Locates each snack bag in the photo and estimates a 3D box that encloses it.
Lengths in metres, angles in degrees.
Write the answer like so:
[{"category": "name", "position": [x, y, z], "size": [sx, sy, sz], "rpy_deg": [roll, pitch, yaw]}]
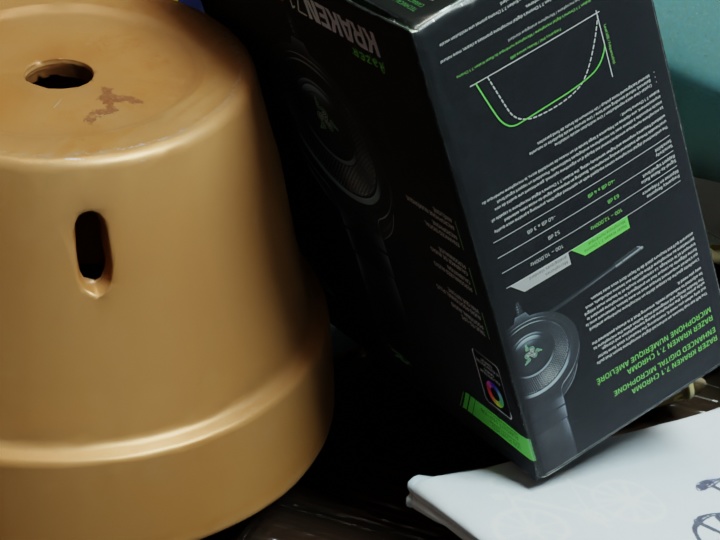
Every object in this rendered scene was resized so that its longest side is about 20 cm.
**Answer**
[{"category": "snack bag", "position": [0.145, 0.097, 0.914], "size": [0.188, 0.022, 0.200], "rpy_deg": [-11, 30, -38]}]

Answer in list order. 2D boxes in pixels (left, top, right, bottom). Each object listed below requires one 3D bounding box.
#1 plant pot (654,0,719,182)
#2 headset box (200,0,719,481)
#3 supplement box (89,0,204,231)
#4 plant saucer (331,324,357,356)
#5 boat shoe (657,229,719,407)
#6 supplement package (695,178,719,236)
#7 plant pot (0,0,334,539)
[{"category": "plant pot", "position": [0.145, -0.117, 1.091], "size": [0.199, 0.142, 0.141], "rpy_deg": [25, -13, -11]}, {"category": "headset box", "position": [0.033, -0.047, 0.955], "size": [0.092, 0.201, 0.174], "rpy_deg": [-31, 36, -18]}, {"category": "supplement box", "position": [-0.139, -0.081, 1.105], "size": [0.199, 0.110, 0.109], "rpy_deg": [3, 39, 15]}, {"category": "plant saucer", "position": [0.000, 0.000, 1.076], "size": [0.199, 0.019, 0.070], "rpy_deg": [-26, 44, -21]}, {"category": "boat shoe", "position": [0.116, 0.021, 1.093], "size": [0.066, 0.074, 0.200], "rpy_deg": [14, 23, 24]}, {"category": "supplement package", "position": [0.263, -0.106, 1.280], "size": [0.190, 0.201, 0.147], "rpy_deg": [-3, 26, -29]}, {"category": "plant pot", "position": [-0.106, -0.012, 0.958], "size": [0.199, 0.141, 0.200], "rpy_deg": [2, 31, -1]}]
